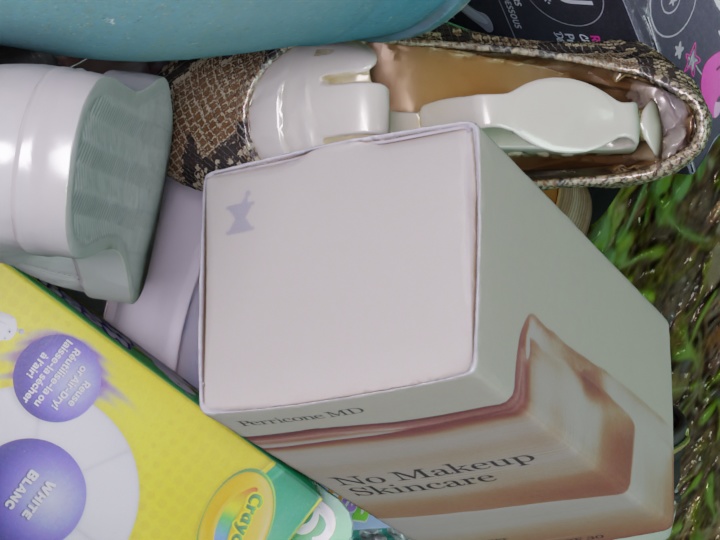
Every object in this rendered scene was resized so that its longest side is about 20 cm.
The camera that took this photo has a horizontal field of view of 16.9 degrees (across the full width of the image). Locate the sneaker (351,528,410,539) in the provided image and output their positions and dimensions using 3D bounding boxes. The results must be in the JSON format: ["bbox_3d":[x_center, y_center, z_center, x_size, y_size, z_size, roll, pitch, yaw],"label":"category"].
[{"bbox_3d":[-0.053,0.138,1.045,0.199,0.091,0.078,-14,88,-44],"label":"sneaker"}]

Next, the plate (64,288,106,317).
[{"bbox_3d":[-0.096,0.028,0.953,0.199,0.032,0.201,-22,129,-48],"label":"plate"}]

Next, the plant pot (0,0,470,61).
[{"bbox_3d":[-0.081,-0.151,0.722,0.187,0.200,0.202,-16,125,-32],"label":"plant pot"}]

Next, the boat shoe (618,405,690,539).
[{"bbox_3d":[0.079,0.085,1.082,0.200,0.071,0.061,5,103,-52],"label":"boat shoe"}]

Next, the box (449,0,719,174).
[{"bbox_3d":[0.126,-0.158,1.033,0.200,0.114,0.133,-52,133,-28],"label":"box"}]

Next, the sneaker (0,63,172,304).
[{"bbox_3d":[-0.122,-0.034,0.742,0.200,0.114,0.074,55,43,-83],"label":"sneaker"}]

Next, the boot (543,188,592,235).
[{"bbox_3d":[0.034,0.025,1.098,0.155,0.076,0.201,22,92,-58],"label":"boot"}]

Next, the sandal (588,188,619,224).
[{"bbox_3d":[0.110,-0.088,1.161,0.075,0.045,0.200,-54,146,-17],"label":"sandal"}]

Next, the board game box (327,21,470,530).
[{"bbox_3d":[0.000,0.000,0.933,0.151,0.036,0.202,7,98,-63],"label":"board game box"}]

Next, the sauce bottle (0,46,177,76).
[{"bbox_3d":[-0.076,-0.088,0.871,0.200,0.066,0.067,-33,136,-43],"label":"sauce bottle"}]

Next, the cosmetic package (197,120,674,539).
[{"bbox_3d":[0.033,0.032,0.843,0.200,0.103,0.088,38,48,-57],"label":"cosmetic package"}]

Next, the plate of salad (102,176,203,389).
[{"bbox_3d":[-0.051,0.018,0.937,0.200,0.048,0.202,-38,135,-51],"label":"plate of salad"}]

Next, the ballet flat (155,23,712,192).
[{"bbox_3d":[0.026,-0.055,0.825,0.198,0.075,0.069,0,96,-11],"label":"ballet flat"}]

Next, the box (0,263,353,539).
[{"bbox_3d":[-0.105,0.077,0.828,0.199,0.048,0.118,37,91,-16],"label":"box"}]
